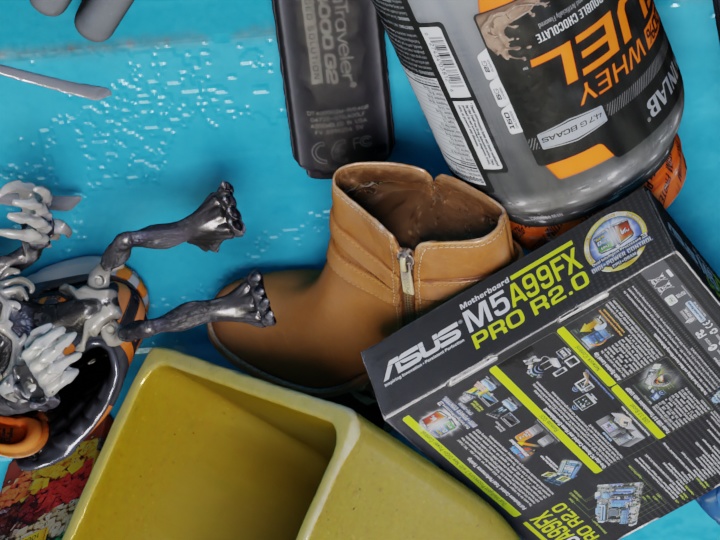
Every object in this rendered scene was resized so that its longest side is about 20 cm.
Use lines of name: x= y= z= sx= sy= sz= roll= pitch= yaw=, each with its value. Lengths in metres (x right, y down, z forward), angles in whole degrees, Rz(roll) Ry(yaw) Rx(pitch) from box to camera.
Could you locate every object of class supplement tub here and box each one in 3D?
supplement tub: x=0.078 y=-0.114 z=1.012 sx=0.122 sy=0.123 sz=0.200 roll=-18 pitch=122 yaw=15

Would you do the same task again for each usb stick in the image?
usb stick: x=-0.017 y=-0.136 z=1.058 sx=0.055 sy=0.033 sz=0.200 roll=-7 pitch=124 yaw=0

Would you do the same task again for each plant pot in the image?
plant pot: x=-0.023 y=0.176 z=1.085 sx=0.200 sy=0.194 sz=0.196 roll=28 pitch=82 yaw=-35

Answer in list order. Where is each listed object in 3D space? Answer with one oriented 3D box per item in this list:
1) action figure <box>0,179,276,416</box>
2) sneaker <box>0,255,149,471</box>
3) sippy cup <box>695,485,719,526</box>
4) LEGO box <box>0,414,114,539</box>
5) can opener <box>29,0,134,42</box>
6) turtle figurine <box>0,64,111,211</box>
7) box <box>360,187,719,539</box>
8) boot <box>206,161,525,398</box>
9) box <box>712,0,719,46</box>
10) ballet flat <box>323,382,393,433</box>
action figure: x=-0.150 y=0.014 z=1.053 sx=0.200 sy=0.119 sz=0.102 roll=-18 pitch=161 yaw=-4
sneaker: x=-0.211 y=0.063 z=1.155 sx=0.200 sy=0.112 sz=0.078 roll=-24 pitch=119 yaw=18
sippy cup: x=0.259 y=0.119 z=1.164 sx=0.130 sy=0.178 sz=0.140 roll=33 pitch=164 yaw=-6
LEGO box: x=-0.128 y=0.207 z=1.226 sx=0.077 sy=0.149 sz=0.200 roll=-27 pitch=119 yaw=20
can opener: x=-0.098 y=-0.188 z=1.011 sx=0.053 sy=0.066 sz=0.200 roll=31 pitch=126 yaw=-13
turtle figurine: x=-0.234 y=-0.069 z=1.014 sx=0.194 sy=0.144 sz=0.200 roll=-37 pitch=106 yaw=-22
box: x=0.118 y=0.060 z=1.055 sx=0.160 sy=0.044 sz=0.200 roll=-31 pitch=139 yaw=15
boot: x=0.000 y=0.000 z=1.081 sx=0.200 sy=0.074 sz=0.155 roll=5 pitch=149 yaw=18
box: x=0.235 y=-0.149 z=0.989 sx=0.148 sy=0.107 sz=0.200 roll=-10 pitch=122 yaw=9
ballet flat: x=-0.028 y=0.104 z=1.212 sx=0.067 sy=0.046 sz=0.200 roll=30 pitch=121 yaw=-17
